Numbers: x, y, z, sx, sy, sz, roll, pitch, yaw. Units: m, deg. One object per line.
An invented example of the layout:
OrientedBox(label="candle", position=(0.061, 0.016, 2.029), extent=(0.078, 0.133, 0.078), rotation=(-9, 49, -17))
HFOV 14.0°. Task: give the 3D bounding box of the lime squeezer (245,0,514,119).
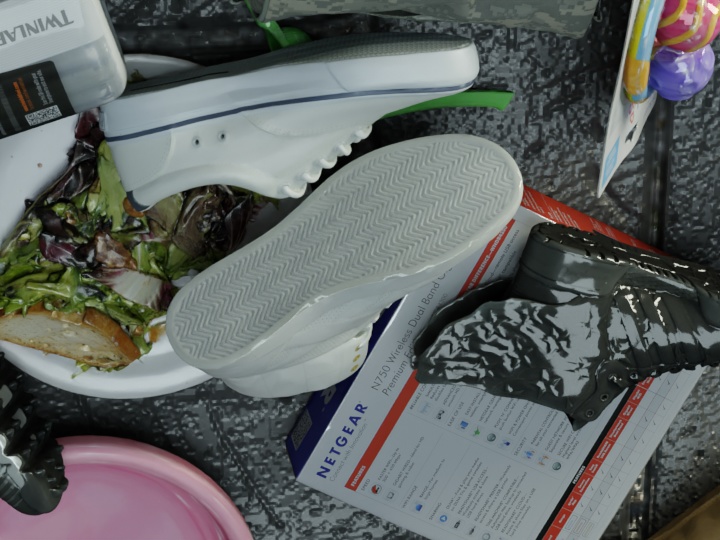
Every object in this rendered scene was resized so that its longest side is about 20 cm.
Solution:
OrientedBox(label="lime squeezer", position=(-0.016, -0.115, 1.549), extent=(0.200, 0.038, 0.071), rotation=(33, 107, -18))

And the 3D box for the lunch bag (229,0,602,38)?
OrientedBox(label="lunch bag", position=(0.037, -0.198, 1.467), extent=(0.200, 0.139, 0.168), rotation=(3, 122, -11))

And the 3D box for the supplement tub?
OrientedBox(label="supplement tub", position=(-0.227, -0.114, 1.466), extent=(0.200, 0.123, 0.123), rotation=(-19, 115, -2))

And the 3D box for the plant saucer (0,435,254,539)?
OrientedBox(label="plant saucer", position=(-0.155, 0.178, 1.643), extent=(0.200, 0.051, 0.201), rotation=(-4, 114, -8))

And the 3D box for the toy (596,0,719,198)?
OrientedBox(label="toy", position=(0.168, -0.143, 1.504), extent=(0.047, 0.115, 0.200), rotation=(14, 124, 16))

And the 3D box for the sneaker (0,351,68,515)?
OrientedBox(label="sneaker", position=(-0.243, 0.064, 1.562), extent=(0.090, 0.066, 0.200), rotation=(-41, 96, 20))

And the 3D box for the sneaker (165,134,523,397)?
OrientedBox(label="sneaker", position=(0.000, 0.000, 1.549), extent=(0.200, 0.116, 0.074), rotation=(-27, 71, 5))

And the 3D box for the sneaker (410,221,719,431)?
OrientedBox(label="sneaker", position=(0.136, 0.040, 1.577), extent=(0.200, 0.060, 0.104), rotation=(18, 106, -11))

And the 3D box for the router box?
OrientedBox(label="router box", position=(0.084, 0.060, 1.634), extent=(0.179, 0.049, 0.200), rotation=(25, 106, -19))

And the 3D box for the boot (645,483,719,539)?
OrientedBox(label="boot", position=(0.195, 0.166, 1.636), extent=(0.200, 0.175, 0.066), rotation=(-35, 107, 9))

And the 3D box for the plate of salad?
OrientedBox(label="plate of salad", position=(-0.122, -0.018, 1.567), extent=(0.200, 0.048, 0.200), rotation=(-3, 113, -8))

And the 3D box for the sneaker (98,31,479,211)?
OrientedBox(label="sneaker", position=(-0.033, -0.076, 1.504), extent=(0.200, 0.073, 0.071), rotation=(-10, 105, 13))
